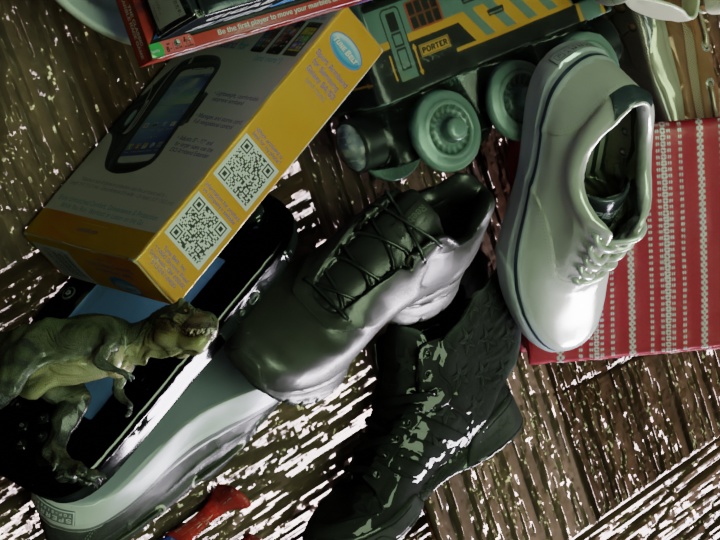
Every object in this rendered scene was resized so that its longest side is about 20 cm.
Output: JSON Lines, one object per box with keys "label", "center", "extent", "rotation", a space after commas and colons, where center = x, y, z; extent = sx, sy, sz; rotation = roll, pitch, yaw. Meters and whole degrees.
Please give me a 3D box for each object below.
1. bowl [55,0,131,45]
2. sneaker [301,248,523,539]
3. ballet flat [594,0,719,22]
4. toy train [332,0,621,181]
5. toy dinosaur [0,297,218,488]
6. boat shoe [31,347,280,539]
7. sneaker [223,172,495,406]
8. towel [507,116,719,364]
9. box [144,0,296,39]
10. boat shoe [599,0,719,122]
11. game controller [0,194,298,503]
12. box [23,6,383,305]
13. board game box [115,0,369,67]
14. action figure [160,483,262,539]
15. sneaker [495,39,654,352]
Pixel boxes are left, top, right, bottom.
{"label": "bowl", "center": [-0.115, -0.212, 1.271], "extent": [0.200, 0.090, 0.202], "rotation": [-5, 99, -35]}
{"label": "sneaker", "center": [0.028, 0.075, 1.437], "extent": [0.200, 0.060, 0.105], "rotation": [-35, 117, -32]}
{"label": "ballet flat", "center": [0.194, -0.176, 1.462], "extent": [0.200, 0.067, 0.064], "rotation": [-8, 88, -49]}
{"label": "toy train", "center": [0.061, -0.125, 1.418], "extent": [0.200, 0.085, 0.114], "rotation": [-24, 101, -30]}
{"label": "toy dinosaur", "center": [-0.163, 0.058, 1.229], "extent": [0.047, 0.199, 0.089], "rotation": [60, 31, -66]}
{"label": "boat shoe", "center": [-0.095, 0.089, 1.348], "extent": [0.200, 0.070, 0.066], "rotation": [-41, 148, -36]}
{"label": "sneaker", "center": [0.000, 0.000, 1.347], "extent": [0.076, 0.091, 0.200], "rotation": [44, 43, 9]}
{"label": "towel", "center": [0.186, -0.020, 1.479], "extent": [0.199, 0.023, 0.145], "rotation": [-5, 111, 1]}
{"label": "box", "center": [-0.035, -0.214, 1.219], "extent": [0.199, 0.046, 0.160], "rotation": [-20, 90, -32]}
{"label": "boat shoe", "center": [0.192, -0.088, 1.518], "extent": [0.072, 0.076, 0.201], "rotation": [-24, 112, -32]}
{"label": "game controller", "center": [-0.120, 0.030, 1.296], "extent": [0.200, 0.104, 0.042], "rotation": [-50, 146, -19]}
{"label": "box", "center": [-0.075, -0.074, 1.302], "extent": [0.200, 0.119, 0.042], "rotation": [-50, 121, -18]}
{"label": "board game box", "center": [-0.039, -0.175, 1.247], "extent": [0.199, 0.019, 0.103], "rotation": [-20, 90, -32]}
{"label": "action figure", "center": [-0.114, 0.203, 1.333], "extent": [0.200, 0.099, 0.065], "rotation": [-41, 117, -21]}
{"label": "sneaker", "center": [0.123, -0.028, 1.401], "extent": [0.073, 0.071, 0.201], "rotation": [-21, 132, -24]}
